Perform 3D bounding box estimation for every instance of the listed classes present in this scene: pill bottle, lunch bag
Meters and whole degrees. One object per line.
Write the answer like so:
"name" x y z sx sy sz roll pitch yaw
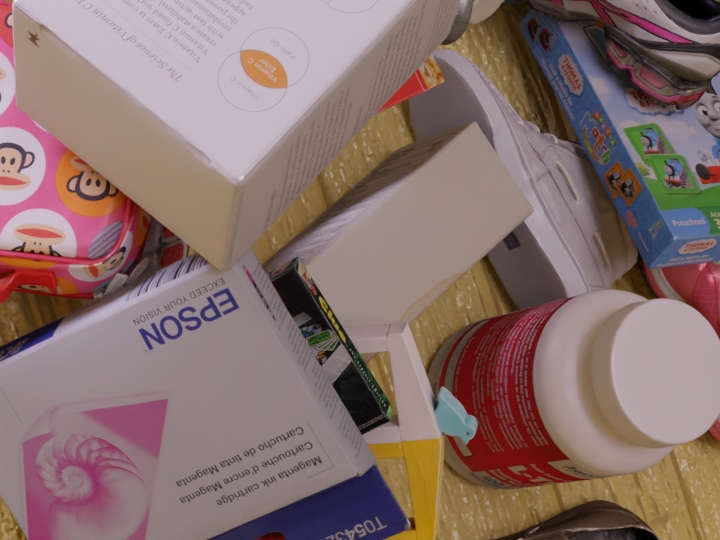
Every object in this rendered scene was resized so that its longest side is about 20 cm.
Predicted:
"pill bottle" 0.132 0.073 1.327 0.112 0.200 0.113 5 79 -27
"lunch bag" -0.210 -0.060 1.190 0.199 0.082 0.177 8 74 4

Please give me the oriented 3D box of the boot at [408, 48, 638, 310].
"boot" 0.110 -0.067 1.424 0.095 0.073 0.201 -36 104 -39

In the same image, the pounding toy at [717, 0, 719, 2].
"pounding toy" 0.330 -0.203 1.510 0.142 0.184 0.201 -20 82 -29

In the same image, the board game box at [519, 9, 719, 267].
"board game box" 0.210 -0.098 1.435 0.150 0.037 0.201 -6 57 -35

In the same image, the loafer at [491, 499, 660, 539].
"loafer" 0.111 0.199 1.369 0.199 0.067 0.076 -28 95 -30

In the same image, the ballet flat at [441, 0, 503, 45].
"ballet flat" 0.063 -0.183 1.291 0.063 0.068 0.200 21 30 6

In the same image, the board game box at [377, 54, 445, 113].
"board game box" -0.059 -0.171 1.297 0.201 0.151 0.046 64 23 -4

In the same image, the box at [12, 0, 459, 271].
"box" -0.061 -0.131 1.124 0.152 0.106 0.200 38 66 10

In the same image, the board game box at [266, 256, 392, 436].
"board game box" -0.091 0.082 1.222 0.105 0.199 0.023 58 19 -14

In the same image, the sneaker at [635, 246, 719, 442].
"sneaker" 0.255 0.018 1.461 0.074 0.086 0.201 -31 100 -52

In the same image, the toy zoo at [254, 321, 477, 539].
"toy zoo" -0.031 0.098 1.239 0.199 0.020 0.132 -4 109 13

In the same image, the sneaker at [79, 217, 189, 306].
"sneaker" -0.128 -0.054 1.271 0.077 0.082 0.201 -7 74 11

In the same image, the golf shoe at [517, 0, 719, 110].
"golf shoe" 0.158 -0.195 1.382 0.199 0.092 0.073 35 45 2

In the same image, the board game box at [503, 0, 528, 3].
"board game box" 0.106 -0.283 1.465 0.150 0.037 0.201 -7 84 -33

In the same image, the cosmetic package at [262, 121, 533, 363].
"cosmetic package" 0.000 0.000 1.324 0.200 0.103 0.073 -40 102 -27

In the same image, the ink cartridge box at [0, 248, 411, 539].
"ink cartridge box" -0.102 0.106 1.196 0.201 0.195 0.043 60 19 -15
